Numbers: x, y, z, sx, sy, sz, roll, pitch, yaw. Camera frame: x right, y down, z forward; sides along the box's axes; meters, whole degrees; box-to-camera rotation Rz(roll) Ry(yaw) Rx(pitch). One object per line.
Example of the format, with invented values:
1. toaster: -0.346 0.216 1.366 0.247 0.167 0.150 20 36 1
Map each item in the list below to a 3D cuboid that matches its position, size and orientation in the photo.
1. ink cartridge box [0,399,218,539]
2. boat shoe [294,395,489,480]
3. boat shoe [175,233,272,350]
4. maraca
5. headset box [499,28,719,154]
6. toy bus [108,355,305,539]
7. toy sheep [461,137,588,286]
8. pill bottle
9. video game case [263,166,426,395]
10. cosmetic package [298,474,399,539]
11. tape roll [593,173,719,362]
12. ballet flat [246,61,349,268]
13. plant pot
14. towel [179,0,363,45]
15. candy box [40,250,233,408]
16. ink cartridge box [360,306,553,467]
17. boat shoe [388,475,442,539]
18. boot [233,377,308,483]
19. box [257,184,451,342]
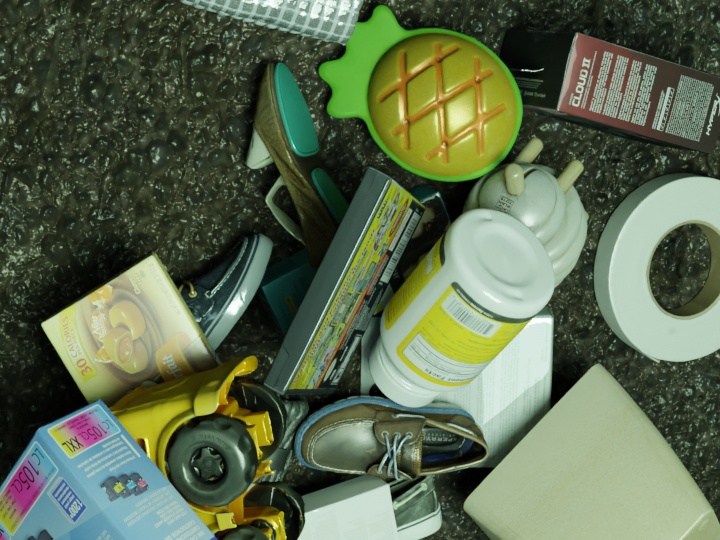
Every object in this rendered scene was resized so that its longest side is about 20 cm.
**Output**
1. ink cartridge box: -0.187 0.221 0.957 0.200 0.076 0.137 46 124 10
2. boat shoe: 0.035 0.164 1.211 0.197 0.072 0.073 -4 107 -25
3. boat shoe: -0.166 0.035 1.165 0.090 0.071 0.202 35 85 -16
4. maraca: 0.058 -0.167 1.188 0.198 0.107 0.138 28 91 3
5. headset box: 0.232 -0.177 1.219 0.197 0.149 0.078 11 97 -22
6. toy bus: -0.154 0.189 1.037 0.189 0.136 0.203 -11 98 11
7. toy sheep: 0.160 -0.047 1.224 0.137 0.138 0.201 -38 144 -8
8. pill bottle: 0.085 0.043 1.166 0.110 0.113 0.200 16 139 -21
9. video game case: -0.009 0.016 1.114 0.025 0.181 0.202 27 91 13
10. cosmetic package: -0.063 0.264 1.183 0.197 0.051 0.084 -15 101 -20
11. tape roll: 0.346 -0.002 1.355 0.200 0.037 0.206 -4 103 -19
12. ballet flat: -0.064 -0.091 1.171 0.072 0.068 0.202 -26 88 24
13. plant pot: 0.255 0.255 1.260 0.200 0.177 0.200 -44 140 -6
14. towel: -0.065 -0.319 1.121 0.163 0.085 0.203 10 98 -21
15. candy box: -0.181 0.099 1.111 0.115 0.055 0.202 -31 99 -4
16. ink cartridge box: 0.099 0.119 1.300 0.197 0.057 0.165 1 102 2
17. boat shoe: -0.011 0.256 1.269 0.198 0.070 0.065 -18 107 -23
18. boot: -0.160 0.175 1.191 0.208 0.079 0.160 9 101 -26
19. box: 0.000 0.000 1.227 0.198 0.049 0.083 -29 109 -11
